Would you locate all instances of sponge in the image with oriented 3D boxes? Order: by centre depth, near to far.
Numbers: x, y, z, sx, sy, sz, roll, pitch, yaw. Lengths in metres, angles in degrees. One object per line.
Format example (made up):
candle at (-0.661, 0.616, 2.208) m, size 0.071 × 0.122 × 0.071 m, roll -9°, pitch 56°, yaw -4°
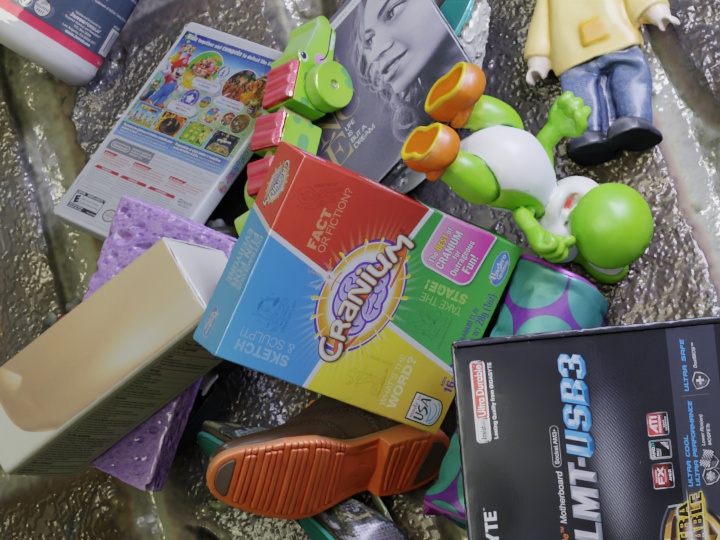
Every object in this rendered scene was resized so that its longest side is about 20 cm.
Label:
sponge at (-0.167, 0.055, 1.677) m, size 0.111 × 0.030 × 0.201 m, roll 21°, pitch 93°, yaw 26°

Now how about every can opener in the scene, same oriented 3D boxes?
can opener at (-0.104, 0.056, 1.698) m, size 0.200 × 0.066 × 0.053 m, roll -47°, pitch 56°, yaw 13°

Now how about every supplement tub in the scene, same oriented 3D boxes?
supplement tub at (-0.238, -0.269, 1.830) m, size 0.140 × 0.140 × 0.201 m, roll 31°, pitch 90°, yaw 28°

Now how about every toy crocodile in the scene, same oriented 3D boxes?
toy crocodile at (-0.055, -0.105, 1.684) m, size 0.067 × 0.062 × 0.201 m, roll -15°, pitch 57°, yaw 48°

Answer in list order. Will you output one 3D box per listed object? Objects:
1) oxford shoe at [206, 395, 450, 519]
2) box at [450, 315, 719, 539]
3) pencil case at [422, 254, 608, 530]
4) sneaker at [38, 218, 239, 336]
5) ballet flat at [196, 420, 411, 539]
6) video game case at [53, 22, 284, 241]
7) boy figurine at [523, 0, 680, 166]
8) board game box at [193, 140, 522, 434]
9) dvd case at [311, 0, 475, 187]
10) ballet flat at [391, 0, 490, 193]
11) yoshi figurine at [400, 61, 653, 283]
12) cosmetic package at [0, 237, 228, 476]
oxford shoe at (-0.033, 0.131, 1.619) m, size 0.073 × 0.199 × 0.072 m, roll 50°, pitch 130°, yaw 42°
box at (0.168, 0.140, 1.535) m, size 0.197 × 0.050 × 0.202 m, roll -4°, pitch 86°, yaw 0°
pencil case at (0.113, 0.095, 1.606) m, size 0.092 × 0.085 × 0.201 m, roll 15°, pitch 84°, yaw 43°
sneaker at (-0.157, 0.039, 1.753) m, size 0.200 × 0.071 × 0.098 m, roll -34°, pitch 72°, yaw 9°
ballet flat at (-0.037, 0.166, 1.674) m, size 0.200 × 0.072 × 0.072 m, roll 38°, pitch 93°, yaw 27°
video game case at (-0.144, -0.103, 1.770) m, size 0.143 × 0.018 × 0.201 m, roll 22°, pitch 72°, yaw 42°
boy figurine at (0.179, -0.185, 1.665) m, size 0.124 × 0.064 × 0.202 m, roll -15°, pitch 74°, yaw 23°
board game box at (0.000, 0.016, 1.554) m, size 0.040 × 0.199 × 0.154 m, roll 33°, pitch 100°, yaw 57°
dvd case at (0.011, -0.146, 1.699) m, size 0.149 × 0.016 × 0.200 m, roll -47°, pitch 37°, yaw 16°
ballet flat at (0.049, -0.124, 1.710) m, size 0.072 × 0.072 × 0.201 m, roll 37°, pitch 94°, yaw 27°
yoshi figurine at (0.135, -0.062, 1.580) m, size 0.113 × 0.199 × 0.112 m, roll -48°, pitch 21°, yaw 19°
cosmetic package at (-0.178, 0.066, 1.607) m, size 0.200 × 0.105 × 0.071 m, roll -37°, pitch 72°, yaw 14°
